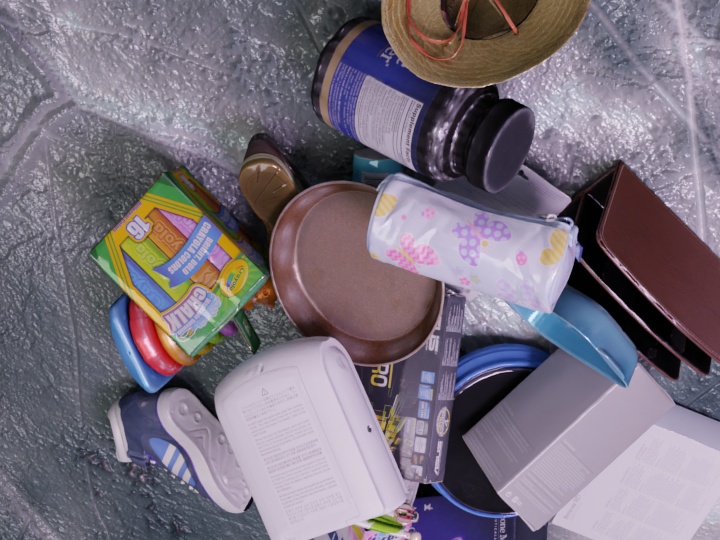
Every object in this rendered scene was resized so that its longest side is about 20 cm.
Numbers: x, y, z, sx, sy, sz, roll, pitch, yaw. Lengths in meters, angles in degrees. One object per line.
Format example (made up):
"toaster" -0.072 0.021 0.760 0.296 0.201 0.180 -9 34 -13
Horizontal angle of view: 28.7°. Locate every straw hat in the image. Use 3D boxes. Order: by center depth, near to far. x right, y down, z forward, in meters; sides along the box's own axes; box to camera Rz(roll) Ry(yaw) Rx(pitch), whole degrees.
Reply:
"straw hat" 0.122 -0.244 1.278 0.198 0.204 0.085 3 167 19

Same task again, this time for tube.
"tube" 0.016 -0.024 1.467 0.077 0.050 0.203 16 113 37

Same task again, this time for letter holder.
"letter holder" 0.278 0.022 1.379 0.200 0.143 0.100 42 128 -12

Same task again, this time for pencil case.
"pencil case" 0.104 -0.027 1.315 0.197 0.083 0.092 16 132 17

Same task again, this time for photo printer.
"photo printer" -0.058 0.175 1.476 0.165 0.069 0.202 -24 90 30

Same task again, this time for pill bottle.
"pill bottle" 0.060 -0.152 1.318 0.199 0.112 0.113 29 133 26

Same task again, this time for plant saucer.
"plant saucer" 0.000 0.000 1.443 0.198 0.034 0.203 11 115 24

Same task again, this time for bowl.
"bowl" 0.159 0.181 1.548 0.197 0.039 0.204 -3 110 -8

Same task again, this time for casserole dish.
"casserole dish" 0.205 0.047 1.403 0.121 0.039 0.200 46 173 -35

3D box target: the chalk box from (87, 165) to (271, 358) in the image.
"chalk box" -0.171 0.004 1.508 0.200 0.125 0.124 44 96 -4

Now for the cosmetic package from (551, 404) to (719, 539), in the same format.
"cosmetic package" 0.319 0.233 1.574 0.149 0.052 0.201 20 129 -1

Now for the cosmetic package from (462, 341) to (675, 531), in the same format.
"cosmetic package" 0.215 0.157 1.465 0.199 0.107 0.090 -40 123 6

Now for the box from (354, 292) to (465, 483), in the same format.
"box" 0.025 0.117 1.519 0.159 0.049 0.203 8 90 31

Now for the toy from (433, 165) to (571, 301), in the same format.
"toy" 0.120 -0.059 1.444 0.114 0.048 0.200 31 135 -9

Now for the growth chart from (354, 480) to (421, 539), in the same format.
"growth chart" 0.011 0.211 1.592 0.143 0.202 0.018 11 137 2

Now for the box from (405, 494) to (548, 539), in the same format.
"box" 0.115 0.350 1.661 0.198 0.150 0.104 -12 148 27

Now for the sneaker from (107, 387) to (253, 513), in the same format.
"sneaker" -0.235 0.230 1.778 0.145 0.081 0.201 -13 123 38

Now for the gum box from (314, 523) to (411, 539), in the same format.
"gum box" -0.022 0.259 1.649 0.065 0.201 0.114 -8 136 -28

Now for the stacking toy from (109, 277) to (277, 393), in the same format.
"stacking toy" -0.177 0.048 1.613 0.198 0.110 0.117 -22 100 19

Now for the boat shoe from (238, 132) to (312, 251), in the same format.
"boat shoe" -0.073 -0.066 1.503 0.072 0.065 0.201 -6 141 12
